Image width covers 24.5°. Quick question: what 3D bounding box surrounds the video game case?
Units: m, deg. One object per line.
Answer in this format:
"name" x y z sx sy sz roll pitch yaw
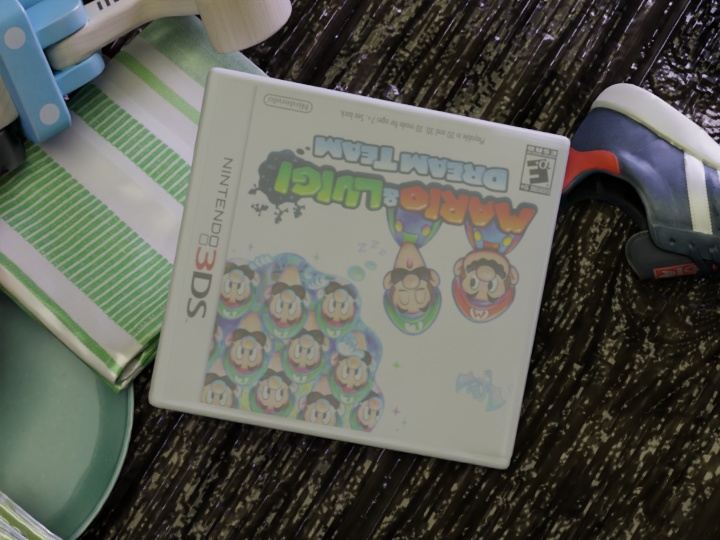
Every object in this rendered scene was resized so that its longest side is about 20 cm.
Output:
"video game case" 0.000 0.000 0.891 0.199 0.024 0.183 11 91 -6

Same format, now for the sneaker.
"sneaker" 0.194 -0.017 0.895 0.199 0.075 0.085 33 79 23

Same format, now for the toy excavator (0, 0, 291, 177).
"toy excavator" -0.163 -0.136 0.926 0.199 0.100 0.194 -34 35 -20

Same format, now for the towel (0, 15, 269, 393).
"towel" -0.120 -0.047 0.939 0.152 0.023 0.200 38 70 14

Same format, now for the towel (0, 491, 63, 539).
"towel" -0.197 0.227 0.862 0.171 0.048 0.201 32 91 6

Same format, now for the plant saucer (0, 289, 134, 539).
"plant saucer" -0.220 0.082 0.931 0.198 0.036 0.202 -2 75 6
